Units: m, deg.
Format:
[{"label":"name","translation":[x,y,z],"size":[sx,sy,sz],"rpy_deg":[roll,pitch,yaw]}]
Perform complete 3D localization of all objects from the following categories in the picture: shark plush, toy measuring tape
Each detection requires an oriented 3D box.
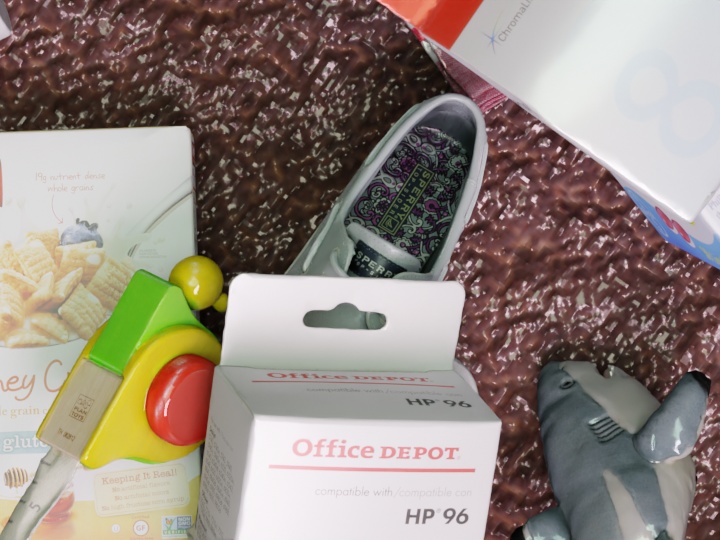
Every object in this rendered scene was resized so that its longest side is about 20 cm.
[{"label":"shark plush","translation":[0.104,0.131,1.262],"size":[0.083,0.091,0.201],"rpy_deg":[10,63,9]},{"label":"toy measuring tape","translation":[-0.112,0.085,1.257],"size":[0.073,0.074,0.201],"rpy_deg":[29,84,3]}]

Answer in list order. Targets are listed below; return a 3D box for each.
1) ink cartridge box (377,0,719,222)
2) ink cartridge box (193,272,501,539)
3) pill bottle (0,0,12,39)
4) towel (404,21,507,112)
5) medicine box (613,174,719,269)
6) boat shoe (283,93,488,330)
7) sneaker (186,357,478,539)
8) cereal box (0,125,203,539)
[{"label":"ink cartridge box","translation":[0.096,-0.141,1.099],"size":[0.200,0.047,0.160],"rpy_deg":[34,93,-12]},{"label":"ink cartridge box","translation":[-0.009,0.108,1.206],"size":[0.115,0.068,0.201],"rpy_deg":[2,107,-19]},{"label":"pill bottle","translation":[-0.270,-0.107,1.289],"size":[0.199,0.111,0.112],"rpy_deg":[-24,87,1]},{"label":"towel","translation":[0.056,-0.194,1.330],"size":[0.144,0.023,0.200],"rpy_deg":[-36,87,-1]},{"label":"medicine box","translation":[0.136,-0.106,1.225],"size":[0.103,0.182,0.200],"rpy_deg":[-41,100,0]},{"label":"boat shoe","translation":[0.001,0.000,1.264],"size":[0.070,0.072,0.201],"rpy_deg":[28,64,1]},{"label":"sneaker","translation":[-0.018,0.119,1.276],"size":[0.099,0.075,0.201],"rpy_deg":[36,87,-32]},{"label":"cereal box","translation":[-0.147,0.033,1.315],"size":[0.143,0.040,0.201],"rpy_deg":[-3,87,0]}]
